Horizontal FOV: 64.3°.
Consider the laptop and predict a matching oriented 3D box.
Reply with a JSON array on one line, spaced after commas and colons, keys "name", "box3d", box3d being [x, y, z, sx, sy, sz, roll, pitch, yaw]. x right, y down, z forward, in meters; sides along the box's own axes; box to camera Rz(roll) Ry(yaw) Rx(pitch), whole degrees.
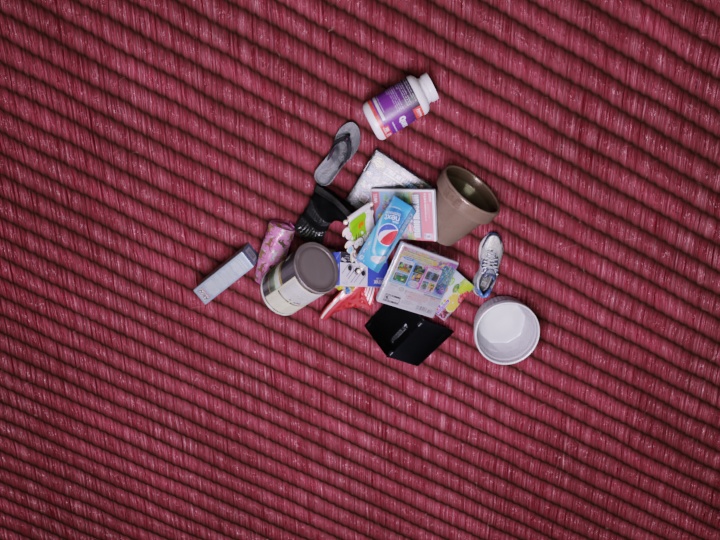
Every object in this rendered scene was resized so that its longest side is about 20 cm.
[{"name": "laptop", "box3d": [0.151, 0.183, 1.802, 0.201, 0.115, 0.188, 51, 120, 16]}]

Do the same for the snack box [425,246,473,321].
[{"name": "snack box", "box3d": [0.228, 0.043, 1.711, 0.199, 0.053, 0.143, 37, 96, -31]}]

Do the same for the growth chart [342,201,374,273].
[{"name": "growth chart", "box3d": [0.006, -0.090, 1.606, 0.018, 0.145, 0.203, 20, 140, 33]}]

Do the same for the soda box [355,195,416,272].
[{"name": "soda box", "box3d": [0.070, -0.098, 1.572, 0.064, 0.068, 0.202, 32, 93, 16]}]

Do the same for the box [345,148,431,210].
[{"name": "box", "box3d": [0.076, -0.218, 1.682, 0.198, 0.050, 0.200, 31, 106, -6]}]

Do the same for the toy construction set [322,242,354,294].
[{"name": "toy construction set", "box3d": [-0.109, -0.008, 1.721, 0.197, 0.092, 0.134, 13, 123, 30]}]

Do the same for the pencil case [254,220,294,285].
[{"name": "pencil case", "box3d": [-0.259, -0.051, 1.730, 0.082, 0.086, 0.204, 23, 109, 15]}]

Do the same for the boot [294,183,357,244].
[{"name": "boot", "box3d": [-0.094, -0.138, 1.659, 0.079, 0.211, 0.160, 14, 110, -47]}]

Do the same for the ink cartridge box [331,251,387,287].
[{"name": "ink cartridge box", "box3d": [0.000, 0.000, 1.678, 0.044, 0.198, 0.096, -2, 87, 45]}]

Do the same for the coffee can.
[{"name": "coffee can", "box3d": [-0.174, 0.027, 1.619, 0.147, 0.147, 0.199, 47, 137, -11]}]

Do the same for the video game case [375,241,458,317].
[{"name": "video game case", "box3d": [0.163, 0.029, 1.636, 0.197, 0.024, 0.185, 17, 106, -25]}]

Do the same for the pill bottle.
[{"name": "pill bottle", "box3d": [0.112, -0.455, 1.573, 0.197, 0.113, 0.114, -29, 104, 11]}]

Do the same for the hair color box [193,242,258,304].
[{"name": "hair color box", "box3d": [-0.406, 0.009, 1.745, 0.198, 0.099, 0.061, -36, 104, 12]}]

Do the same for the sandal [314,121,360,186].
[{"name": "sandal", "box3d": [-0.062, -0.331, 1.650, 0.074, 0.048, 0.202, 30, 102, -10]}]

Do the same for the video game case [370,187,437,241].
[{"name": "video game case", "box3d": [0.122, -0.159, 1.621, 0.196, 0.017, 0.146, 6, 111, 30]}]

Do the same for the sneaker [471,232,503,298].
[{"name": "sneaker", "box3d": [0.388, -0.010, 1.715, 0.075, 0.085, 0.204, 7, 107, 0]}]

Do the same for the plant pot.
[{"name": "plant pot", "box3d": [0.269, -0.168, 1.630, 0.198, 0.201, 0.175, 33, 123, -8]}]

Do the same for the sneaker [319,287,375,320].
[{"name": "sneaker", "box3d": [-0.031, 0.107, 1.773, 0.115, 0.079, 0.200, 42, 106, -9]}]

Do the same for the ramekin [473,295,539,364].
[{"name": "ramekin", "box3d": [0.440, 0.175, 1.760, 0.195, 0.105, 0.205, 1, 107, 2]}]
